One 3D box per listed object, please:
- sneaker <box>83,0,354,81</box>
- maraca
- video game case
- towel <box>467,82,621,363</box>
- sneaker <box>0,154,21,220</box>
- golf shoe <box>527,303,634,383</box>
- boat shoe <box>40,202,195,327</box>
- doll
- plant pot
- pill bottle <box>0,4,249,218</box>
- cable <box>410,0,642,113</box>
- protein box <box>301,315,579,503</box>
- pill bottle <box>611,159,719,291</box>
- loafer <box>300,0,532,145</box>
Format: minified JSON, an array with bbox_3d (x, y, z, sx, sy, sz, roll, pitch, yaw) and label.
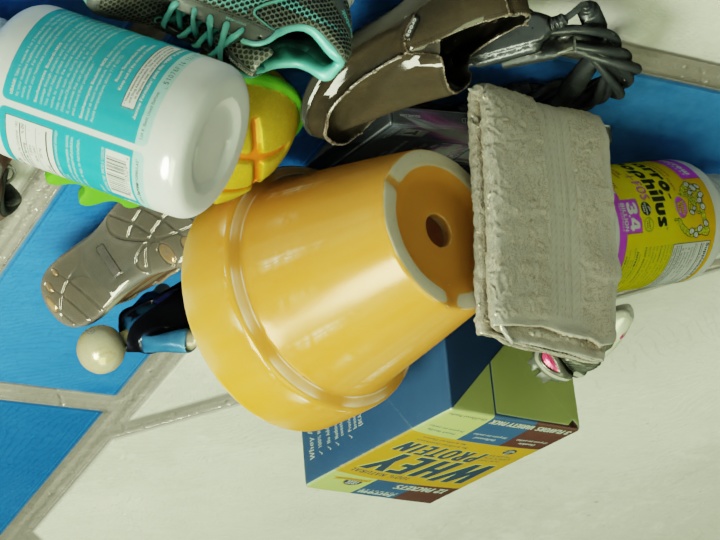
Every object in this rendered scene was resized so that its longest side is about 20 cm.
[{"bbox_3d":[-0.091,-0.176,1.522,0.200,0.091,0.078,2,146,-19],"label":"sneaker"},{"bbox_3d":[-0.135,-0.096,1.625,0.200,0.107,0.137,-22,148,19],"label":"maraca"},{"bbox_3d":[0.076,-0.091,1.739,0.200,0.019,0.143,4,162,-28],"label":"video game case"},{"bbox_3d":[0.135,-0.035,1.630,0.132,0.200,0.034,12,158,-40],"label":"towel"},{"bbox_3d":[-0.300,-0.095,1.636,0.082,0.077,0.200,-34,153,-14],"label":"sneaker"},{"bbox_3d":[0.131,-0.011,1.720,0.088,0.200,0.077,-41,174,29],"label":"golf shoe"},{"bbox_3d":[-0.169,-0.026,1.780,0.200,0.076,0.072,-30,178,24],"label":"boat shoe"},{"bbox_3d":[-0.140,0.028,1.797,0.200,0.136,0.049,-30,115,-16],"label":"doll"},{"bbox_3d":[0.000,0.000,1.651,0.200,0.200,0.183,19,148,-40],"label":"plant pot"},{"bbox_3d":[-0.185,-0.116,1.516,0.200,0.111,0.111,20,155,18],"label":"pill bottle"},{"bbox_3d":[0.108,-0.150,1.675,0.200,0.051,0.163,-16,159,25],"label":"cable"},{"bbox_3d":[0.056,0.065,1.834,0.135,0.199,0.200,11,152,-34],"label":"protein box"},{"bbox_3d":[0.227,-0.037,1.811,0.200,0.104,0.104,-7,155,-43],"label":"pill bottle"},{"bbox_3d":[0.040,-0.150,1.579,0.200,0.071,0.073,-41,157,22],"label":"loafer"}]
